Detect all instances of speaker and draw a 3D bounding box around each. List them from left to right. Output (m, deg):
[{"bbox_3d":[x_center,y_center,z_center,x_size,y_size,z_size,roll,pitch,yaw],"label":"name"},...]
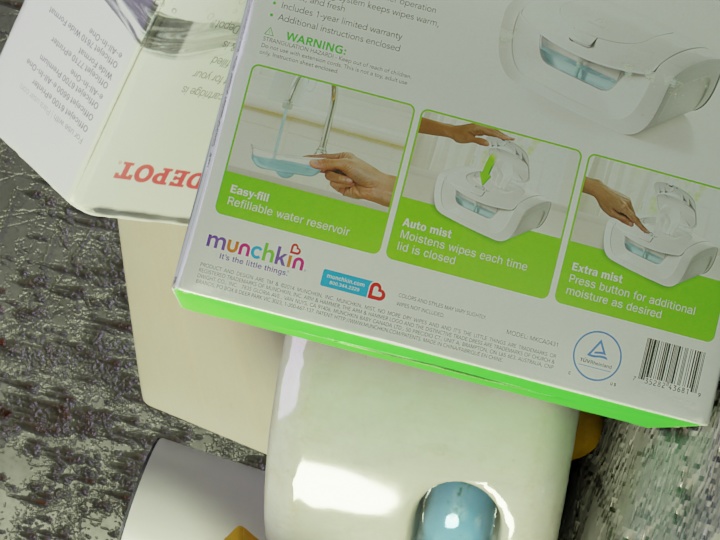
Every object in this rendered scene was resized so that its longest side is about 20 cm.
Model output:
[{"bbox_3d":[-0.020,0.152,0.914,0.081,0.199,0.081,17,-90,-89],"label":"speaker"}]

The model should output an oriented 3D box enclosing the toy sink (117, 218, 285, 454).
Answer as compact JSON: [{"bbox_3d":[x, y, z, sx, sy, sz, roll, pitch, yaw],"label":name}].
[{"bbox_3d":[-0.061,-0.007,1.106,0.112,0.130,0.201,-37,-47,-42],"label":"toy sink"}]

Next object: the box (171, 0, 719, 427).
[{"bbox_3d":[0.046,-0.049,0.687,0.097,0.199,0.177,133,151,-83],"label":"box"}]

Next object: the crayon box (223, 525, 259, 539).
[{"bbox_3d":[-0.023,0.196,0.798,0.052,0.200,0.126,-46,12,14],"label":"crayon box"}]

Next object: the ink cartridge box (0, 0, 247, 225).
[{"bbox_3d":[-0.059,-0.126,0.802,0.145,0.084,0.200,5,-62,-52],"label":"ink cartridge box"}]

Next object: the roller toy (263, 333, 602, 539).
[{"bbox_3d":[0.040,0.060,0.826,0.200,0.139,0.183,9,-90,-84],"label":"roller toy"}]
